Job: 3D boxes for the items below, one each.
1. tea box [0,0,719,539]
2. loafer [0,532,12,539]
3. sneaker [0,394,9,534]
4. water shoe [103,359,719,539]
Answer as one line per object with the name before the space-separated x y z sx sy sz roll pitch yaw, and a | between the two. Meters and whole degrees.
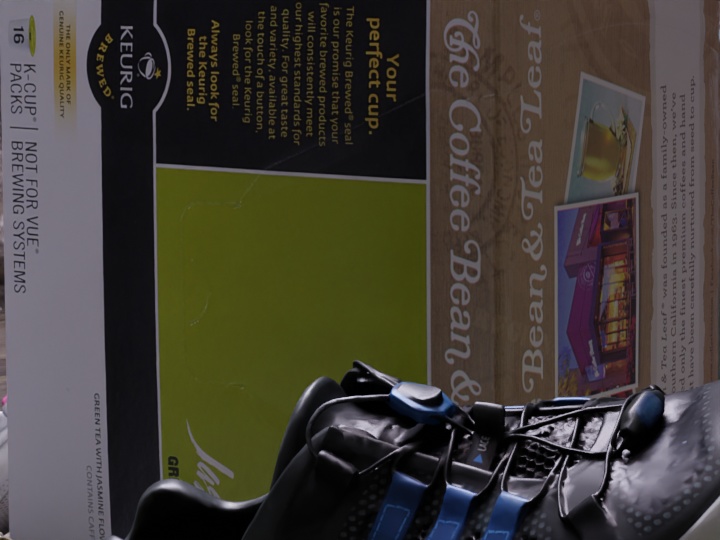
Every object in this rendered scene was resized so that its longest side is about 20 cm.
tea box | 0.000 0.000 0.924 0.196 0.201 0.133 6 10 36
loafer | -0.110 0.102 0.688 0.076 0.068 0.200 -7 3 -4
sneaker | -0.077 0.067 1.168 0.199 0.089 0.081 -29 -6 3
water shoe | 0.017 0.058 0.680 0.199 0.079 0.072 -29 13 32
